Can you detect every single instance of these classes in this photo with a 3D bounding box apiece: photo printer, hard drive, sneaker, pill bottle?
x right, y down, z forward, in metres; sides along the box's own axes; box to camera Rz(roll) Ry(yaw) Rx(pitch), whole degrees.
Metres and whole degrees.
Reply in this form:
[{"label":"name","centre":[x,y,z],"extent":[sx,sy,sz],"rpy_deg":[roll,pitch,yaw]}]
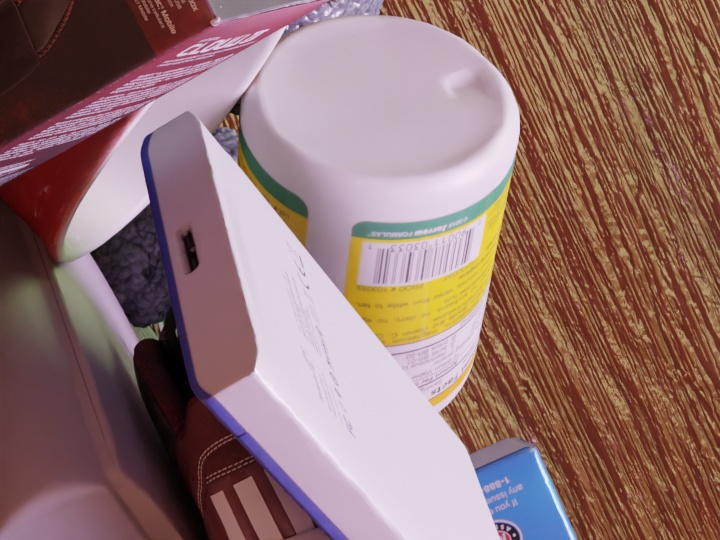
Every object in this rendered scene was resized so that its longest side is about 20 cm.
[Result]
[{"label":"photo printer","centre":[-0.116,0.057,0.721],"extent":[0.166,0.069,0.200],"rpy_deg":[66,-3,-49]},{"label":"hard drive","centre":[-0.004,0.052,0.632],"extent":[0.200,0.025,0.132],"rpy_deg":[52,13,-40]},{"label":"sneaker","centre":[-0.037,0.058,0.710],"extent":[0.116,0.076,0.200],"rpy_deg":[64,-2,-2]},{"label":"pill bottle","centre":[0.000,0.000,0.794],"extent":[0.200,0.113,0.113],"rpy_deg":[97,-26,-45]}]

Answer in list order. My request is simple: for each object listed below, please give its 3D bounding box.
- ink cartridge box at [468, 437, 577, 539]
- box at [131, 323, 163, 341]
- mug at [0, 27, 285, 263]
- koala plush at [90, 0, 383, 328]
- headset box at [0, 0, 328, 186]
[{"label":"ink cartridge box","centre":[0.048,0.193,0.813],"extent":[0.086,0.146,0.200],"rpy_deg":[120,-54,-86]},{"label":"box","centre":[-0.133,0.019,0.916],"extent":[0.082,0.049,0.200],"rpy_deg":[63,5,-49]},{"label":"mug","centre":[-0.127,-0.132,0.658],"extent":[0.200,0.178,0.133],"rpy_deg":[40,26,4]},{"label":"koala plush","centre":[-0.071,-0.110,0.856],"extent":[0.184,0.200,0.177],"rpy_deg":[53,14,-8]},{"label":"headset box","centre":[-0.115,-0.108,0.543],"extent":[0.149,0.200,0.075],"rpy_deg":[65,28,-2]}]
